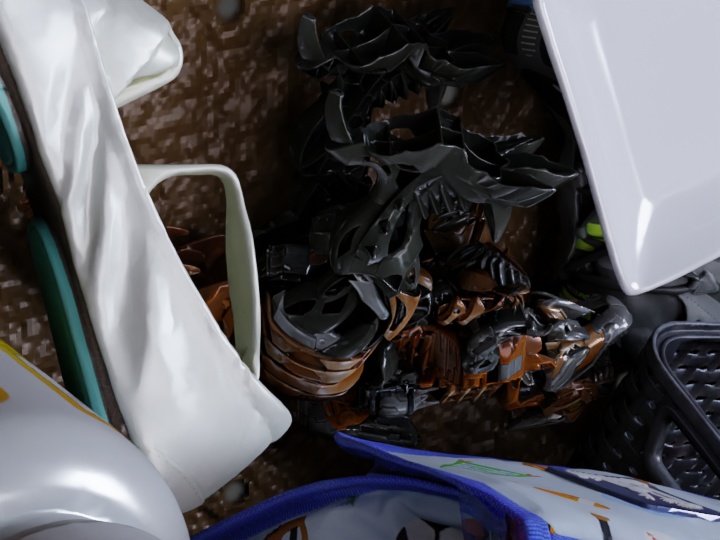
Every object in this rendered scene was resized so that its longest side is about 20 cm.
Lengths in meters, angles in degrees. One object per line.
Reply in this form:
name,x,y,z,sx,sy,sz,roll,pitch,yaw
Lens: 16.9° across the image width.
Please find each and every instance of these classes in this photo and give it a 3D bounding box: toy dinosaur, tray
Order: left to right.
toy dinosaur,0.000,0.000,0.747,0.200,0.102,0.136,-3,129,-42
tray,0.144,-0.081,0.748,0.200,0.022,0.107,-27,114,-18

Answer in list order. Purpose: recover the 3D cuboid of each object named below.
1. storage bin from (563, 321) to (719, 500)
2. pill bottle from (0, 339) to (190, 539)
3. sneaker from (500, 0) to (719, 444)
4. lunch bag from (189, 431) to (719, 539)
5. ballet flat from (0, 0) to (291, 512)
storage bin,0.173,0.097,0.822,0.200,0.135,0.094,1,131,-38
pill bottle,-0.112,0.074,0.624,0.113,0.200,0.113,-14,116,-31
sneaker,0.098,-0.014,0.820,0.083,0.071,0.200,-46,131,-19
lunch bag,0.042,0.116,0.683,0.170,0.200,0.124,13,60,-36
ballet flat,-0.071,-0.031,0.671,0.069,0.069,0.200,-23,98,-26
